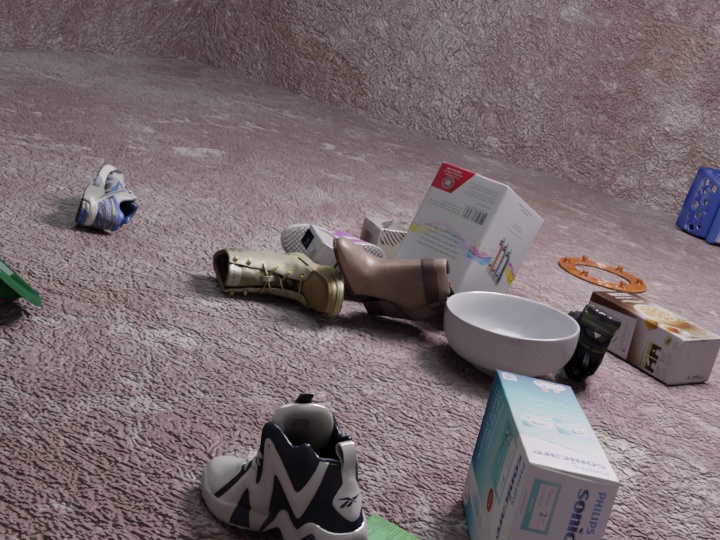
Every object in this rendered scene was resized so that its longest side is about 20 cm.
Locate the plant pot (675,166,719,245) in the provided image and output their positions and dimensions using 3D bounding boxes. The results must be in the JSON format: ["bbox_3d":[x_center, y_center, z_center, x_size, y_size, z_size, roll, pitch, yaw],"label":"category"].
[{"bbox_3d":[1.103,-0.175,2.935,0.196,0.203,0.180,8,24,-21],"label":"plant pot"}]

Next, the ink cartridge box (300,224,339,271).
[{"bbox_3d":[0.000,0.000,1.580,0.198,0.040,0.100,29,10,-23],"label":"ink cartridge box"}]

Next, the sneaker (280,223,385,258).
[{"bbox_3d":[-0.065,-0.041,1.684,0.198,0.074,0.114,17,8,-32],"label":"sneaker"}]

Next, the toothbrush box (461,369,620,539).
[{"bbox_3d":[0.158,0.204,0.903,0.084,0.149,0.200,12,17,-5],"label":"toothbrush box"}]

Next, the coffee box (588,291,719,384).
[{"bbox_3d":[0.480,0.108,1.627,0.113,0.081,0.199,2,20,-38],"label":"coffee box"}]

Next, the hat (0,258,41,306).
[{"bbox_3d":[-0.499,0.036,1.125,0.165,0.177,0.200,29,-16,49],"label":"hat"}]

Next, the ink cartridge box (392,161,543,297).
[{"bbox_3d":[0.172,-0.041,1.584,0.144,0.202,0.144,27,-3,39],"label":"ink cartridge box"}]

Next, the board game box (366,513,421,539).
[{"bbox_3d":[0.001,0.262,0.794,0.103,0.024,0.199,21,18,28],"label":"board game box"}]

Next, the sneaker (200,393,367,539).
[{"bbox_3d":[-0.067,0.161,0.842,0.078,0.132,0.198,-2,12,-36],"label":"sneaker"}]

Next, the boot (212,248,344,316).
[{"bbox_3d":[-0.122,0.014,1.431,0.152,0.073,0.199,6,13,-30],"label":"boot"}]

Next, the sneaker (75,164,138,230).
[{"bbox_3d":[-0.412,-0.111,1.625,0.084,0.078,0.201,21,22,-11],"label":"sneaker"}]

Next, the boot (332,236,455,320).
[{"bbox_3d":[0.058,0.006,1.430,0.143,0.071,0.201,-10,-35,18],"label":"boot"}]

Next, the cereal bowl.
[{"bbox_3d":[0.210,0.100,1.398,0.196,0.085,0.200,9,15,-3],"label":"cereal bowl"}]

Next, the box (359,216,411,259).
[{"bbox_3d":[0.101,-0.047,1.838,0.197,0.070,0.082,6,18,-26],"label":"box"}]

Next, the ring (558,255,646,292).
[{"bbox_3d":[0.532,0.003,2.142,0.196,0.020,0.201,13,15,-4],"label":"ring"}]

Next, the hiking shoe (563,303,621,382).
[{"bbox_3d":[0.328,0.116,1.468,0.075,0.102,0.200,29,-11,11],"label":"hiking shoe"}]
